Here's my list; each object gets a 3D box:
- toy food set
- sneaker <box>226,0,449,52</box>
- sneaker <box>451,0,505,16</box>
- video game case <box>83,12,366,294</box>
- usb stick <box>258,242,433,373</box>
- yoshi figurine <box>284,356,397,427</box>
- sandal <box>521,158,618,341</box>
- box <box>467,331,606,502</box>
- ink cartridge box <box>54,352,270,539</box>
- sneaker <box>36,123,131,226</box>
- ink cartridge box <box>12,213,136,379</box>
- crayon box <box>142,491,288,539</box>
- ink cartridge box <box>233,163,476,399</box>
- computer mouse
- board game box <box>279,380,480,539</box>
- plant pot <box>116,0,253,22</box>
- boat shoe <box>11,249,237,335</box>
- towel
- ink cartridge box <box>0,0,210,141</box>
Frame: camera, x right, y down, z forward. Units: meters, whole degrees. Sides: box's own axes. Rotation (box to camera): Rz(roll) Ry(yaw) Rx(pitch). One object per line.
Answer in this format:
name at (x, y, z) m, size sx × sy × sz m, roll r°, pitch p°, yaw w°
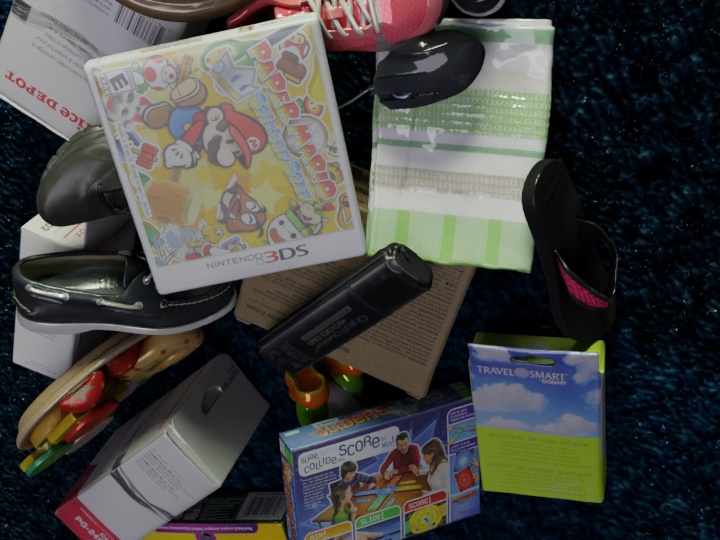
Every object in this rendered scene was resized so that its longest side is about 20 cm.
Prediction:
toy food set at (-0.256, 0.119, 1.022) m, size 0.049 × 0.200 × 0.198 m, roll 49°, pitch 119°, yaw 4°
sneaker at (-0.023, -0.196, 0.802) m, size 0.198 × 0.086 × 0.075 m, roll -1°, pitch 109°, yaw 38°
sneaker at (0.066, -0.275, 0.742) m, size 0.074 × 0.114 × 0.203 m, roll -3°, pitch 117°, yaw 19°
video game case at (-0.100, -0.085, 0.806) m, size 0.179 × 0.023 × 0.203 m, roll -11°, pitch 119°, yaw 3°
usb stick at (-0.017, 0.036, 0.883) m, size 0.055 × 0.033 × 0.199 m, roll 32°, pitch 136°, yaw -24°
yoshi figurine at (-0.012, 0.175, 1.025) m, size 0.110 × 0.113 × 0.202 m, roll -3°, pitch 125°, yaw 8°
sandal at (0.183, -0.007, 0.847) m, size 0.045 × 0.076 × 0.201 m, roll 10°, pitch 146°, yaw 37°
box at (0.167, 0.132, 0.955) m, size 0.120 × 0.048 × 0.202 m, roll 3°, pitch 130°, yaw 17°
ink cartridge box at (-0.205, 0.194, 1.073) m, size 0.199 × 0.146 × 0.084 m, roll -36°, pitch 103°, yaw 31°
sneaker at (-0.180, -0.082, 0.862) m, size 0.198 × 0.091 × 0.076 m, roll -25°, pitch 144°, yaw 1°
ink cartridge box at (-0.277, -0.007, 1.003) m, size 0.067 × 0.115 × 0.202 m, roll 20°, pitch 122°, yaw 7°
crayon box at (-0.147, 0.342, 1.190) m, size 0.197 × 0.058 × 0.175 m, roll -5°, pitch 118°, yaw 21°
ink cartridge box at (0.000, 0.000, 0.940) m, size 0.198 × 0.075 × 0.166 m, roll 23°, pitch 123°, yaw 4°
computer mouse at (0.007, -0.133, 0.808) m, size 0.198 × 0.034 × 0.059 m, roll -22°, pitch 151°, yaw 16°
board game box at (0.023, 0.197, 0.986) m, size 0.197 × 0.034 × 0.138 m, roll -12°, pitch 113°, yaw -22°
plant pot at (-0.136, -0.295, 0.755) m, size 0.197 × 0.093 × 0.205 m, roll 0°, pitch 90°, yaw -2°
boat shoe at (-0.208, 0.014, 0.911) m, size 0.197 × 0.076 × 0.061 m, roll -7°, pitch 133°, yaw -15°
towel at (0.078, -0.105, 0.834) m, size 0.147 × 0.031 × 0.204 m, roll 5°, pitch 93°, yaw 15°
ink cartridge box at (-0.217, -0.213, 0.887) m, size 0.144 × 0.084 × 0.201 m, roll 33°, pitch 123°, yaw -2°
